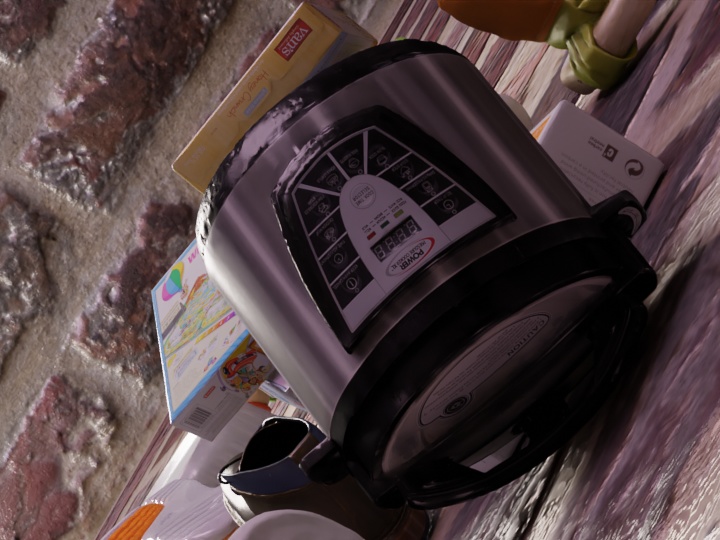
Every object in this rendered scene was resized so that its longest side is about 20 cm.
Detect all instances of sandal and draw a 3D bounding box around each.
[{"bbox_3d":[-0.110,0.180,1.748,0.079,0.059,0.206,-39,11,-20],"label":"sandal"}]

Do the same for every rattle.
[{"bbox_3d":[0.159,-0.232,1.850,0.201,0.142,0.130,-64,-12,-6],"label":"rattle"}]

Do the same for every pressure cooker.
[{"bbox_3d":[0.039,0.009,1.318,0.178,0.200,0.176,-19,-28,-37],"label":"pressure cooker"}]

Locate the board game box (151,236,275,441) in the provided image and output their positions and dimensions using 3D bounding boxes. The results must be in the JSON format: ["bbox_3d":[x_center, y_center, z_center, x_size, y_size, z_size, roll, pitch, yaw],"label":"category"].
[{"bbox_3d":[-0.062,-0.004,1.763,0.200,0.034,0.135,-48,33,27],"label":"board game box"}]

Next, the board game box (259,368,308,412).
[{"bbox_3d":[0.000,0.000,1.793,0.200,0.041,0.200,-57,12,-5],"label":"board game box"}]

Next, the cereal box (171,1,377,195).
[{"bbox_3d":[-0.055,-0.116,1.863,0.144,0.039,0.200,-51,-5,6],"label":"cereal box"}]

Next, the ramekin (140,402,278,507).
[{"bbox_3d":[-0.104,0.189,1.984,0.201,0.105,0.200,-57,5,8],"label":"ramekin"}]

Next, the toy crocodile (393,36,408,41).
[{"bbox_3d":[-0.026,-0.079,1.859,0.200,0.062,0.068,-54,11,7],"label":"toy crocodile"}]

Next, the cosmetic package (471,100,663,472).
[{"bbox_3d":[0.081,0.016,1.496,0.201,0.071,0.101,-61,7,-21],"label":"cosmetic package"}]

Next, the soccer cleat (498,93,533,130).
[{"bbox_3d":[0.093,-0.051,1.848,0.086,0.070,0.201,-28,28,45],"label":"soccer cleat"}]

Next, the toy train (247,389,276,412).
[{"bbox_3d":[-0.046,0.082,2.012,0.200,0.149,0.056,114,169,-76],"label":"toy train"}]

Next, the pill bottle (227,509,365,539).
[{"bbox_3d":[-0.064,0.225,1.417,0.200,0.112,0.113,-53,8,37],"label":"pill bottle"}]

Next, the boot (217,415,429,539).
[{"bbox_3d":[-0.044,0.113,1.572,0.075,0.097,0.200,-52,28,-17],"label":"boot"}]
